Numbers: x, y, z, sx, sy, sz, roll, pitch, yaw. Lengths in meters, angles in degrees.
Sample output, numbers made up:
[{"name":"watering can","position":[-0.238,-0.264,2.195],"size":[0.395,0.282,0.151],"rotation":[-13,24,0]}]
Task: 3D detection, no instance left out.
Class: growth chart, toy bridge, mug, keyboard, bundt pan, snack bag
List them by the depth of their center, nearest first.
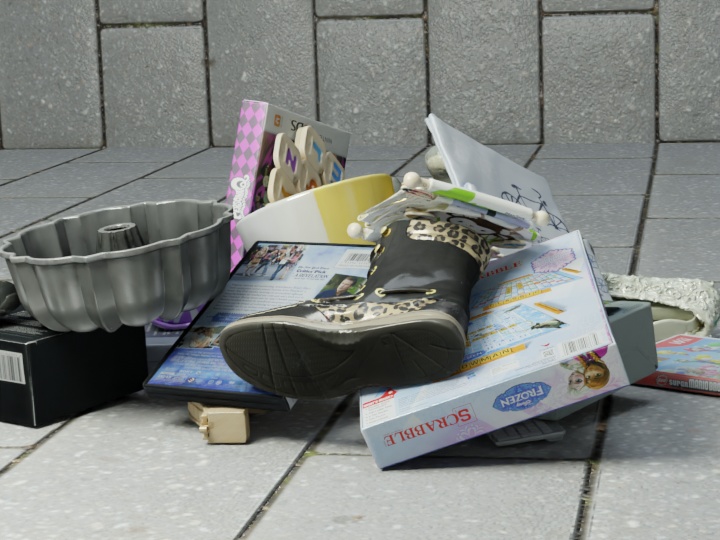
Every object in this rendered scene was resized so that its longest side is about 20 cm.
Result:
[{"name":"growth chart","position":[0.074,-0.037,1.513],"size":[0.144,0.018,0.200],"rotation":[14,-15,-14]},{"name":"keyboard","position":[0.118,0.113,1.527],"size":[0.056,0.011,0.200],"rotation":[-3,10,-7]},{"name":"toy bridge","position":[-0.110,0.107,1.552],"size":[0.067,0.027,0.200],"rotation":[-2,10,9]},{"name":"bundt pan","position":[-0.199,-0.001,1.563],"size":[0.201,0.076,0.202],"rotation":[-8,13,2]},{"name":"mug","position":[-0.009,0.003,1.674],"size":[0.149,0.154,0.186],"rotation":[-12,-8,-42]},{"name":"snack bag","position":[0.153,-0.048,1.741],"size":[0.188,0.021,0.200],"rotation":[24,34,-40]}]

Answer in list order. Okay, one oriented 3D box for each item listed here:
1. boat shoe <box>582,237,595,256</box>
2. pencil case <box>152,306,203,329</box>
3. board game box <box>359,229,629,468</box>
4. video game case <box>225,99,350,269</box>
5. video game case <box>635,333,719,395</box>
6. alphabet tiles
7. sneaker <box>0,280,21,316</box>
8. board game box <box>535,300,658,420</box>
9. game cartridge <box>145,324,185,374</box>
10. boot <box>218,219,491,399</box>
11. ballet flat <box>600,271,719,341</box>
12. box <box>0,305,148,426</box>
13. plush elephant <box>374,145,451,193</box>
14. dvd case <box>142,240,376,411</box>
[{"name":"boat shoe","position":[0.207,-0.007,1.886],"size":[0.068,0.072,0.200],"rotation":[-15,-21,28]},{"name":"pencil case","position":[-0.187,0.000,1.815],"size":[0.084,0.086,0.200],"rotation":[-4,9,-11]},{"name":"board game box","position":[0.096,0.057,1.445],"size":[0.199,0.041,0.200],"rotation":[-19,25,8]},{"name":"video game case","position":[-0.079,-0.060,1.896],"size":[0.036,0.201,0.181],"rotation":[8,-2,28]},{"name":"video game case","position":[0.332,0.086,1.629],"size":[0.200,0.018,0.143],"rotation":[6,13,40]},{"name":"alphabet tiles","position":[-0.051,-0.038,1.853],"size":[0.015,0.201,0.196],"rotation":[-6,-31,23]},{"name":"sneaker","position":[-0.387,0.001,1.596],"size":[0.199,0.088,0.076],"rotation":[1,12,22]},{"name":"board game box","position":[0.127,0.069,1.569],"size":[0.200,0.065,0.147],"rotation":[1,13,42]},{"name":"game cartridge","position":[-0.168,0.065,1.784],"size":[0.133,0.041,0.200],"rotation":[-5,10,0]},{"name":"boot","position":[0.002,0.027,1.449],"size":[0.199,0.073,0.151],"rotation":[-7,30,24]},{"name":"ballet flat","position":[0.251,0.039,1.797],"size":[0.199,0.072,0.072],"rotation":[-1,10,13]},{"name":"box","position":[-0.306,0.073,1.632],"size":[0.199,0.079,0.141],"rotation":[6,17,38]},{"name":"plush elephant","position":[0.045,0.001,1.818],"size":[0.155,0.200,0.164],"rotation":[-37,16,-34]},{"name":"dvd case","position":[-0.073,0.041,1.538],"size":[0.142,0.018,0.200],"rotation":[2,39,32]}]
